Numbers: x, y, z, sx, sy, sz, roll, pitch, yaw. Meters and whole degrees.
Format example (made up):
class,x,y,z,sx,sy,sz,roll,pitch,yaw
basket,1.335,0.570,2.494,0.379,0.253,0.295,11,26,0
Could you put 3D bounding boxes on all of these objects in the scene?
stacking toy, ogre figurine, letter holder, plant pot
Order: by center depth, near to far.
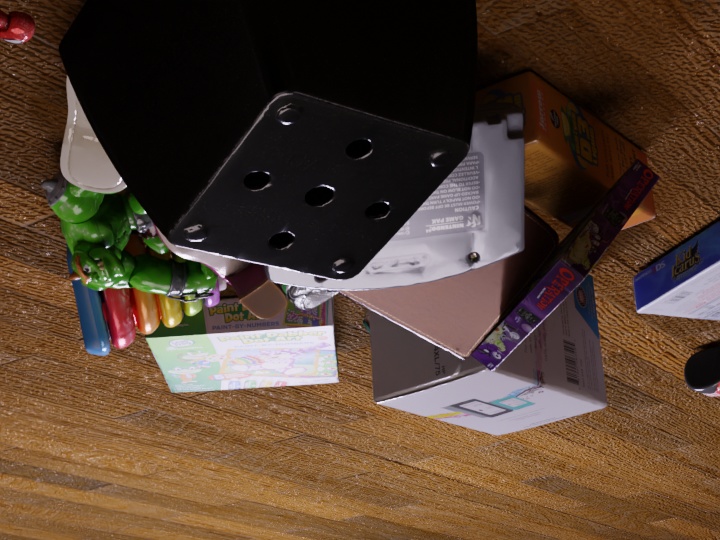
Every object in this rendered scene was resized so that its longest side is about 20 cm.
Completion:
class,x,y,z,sx,sy,sz,roll,pitch,yaw
plant pot,-0.044,-0.111,0.858,0.200,0.178,0.200,13,135,-34
letter holder,0.040,-0.046,1.146,0.200,0.101,0.142,28,114,-23
ogre figurine,-0.190,-0.037,1.191,0.120,0.098,0.200,-10,163,-1
stacking toy,-0.164,0.006,1.318,0.200,0.110,0.116,-12,177,-10

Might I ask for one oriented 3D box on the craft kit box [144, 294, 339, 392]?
class,x,y,z,sx,sy,sz,roll,pitch,yaw
craft kit box,-0.124,0.082,1.571,0.199,0.049,0.198,-4,155,0

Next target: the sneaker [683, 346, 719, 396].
class,x,y,z,sx,sy,sz,roll,pitch,yaw
sneaker,0.501,0.113,1.719,0.108,0.067,0.201,16,155,-41

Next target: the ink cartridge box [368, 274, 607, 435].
class,x,y,z,sx,sy,sz,roll,pitch,yaw
ink cartridge box,0.126,0.066,1.432,0.146,0.147,0.200,-21,152,38

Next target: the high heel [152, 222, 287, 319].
class,x,y,z,sx,sy,sz,roll,pitch,yaw
high heel,-0.119,-0.049,1.111,0.067,0.096,0.200,-35,136,7

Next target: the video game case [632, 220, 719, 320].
class,x,y,z,sx,sy,sz,roll,pitch,yaw
video game case,0.407,-0.002,1.443,0.181,0.046,0.200,8,156,-23

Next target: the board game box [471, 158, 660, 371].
class,x,y,z,sx,sy,sz,roll,pitch,yaw
board game box,0.162,0.000,1.153,0.032,0.120,0.200,35,152,1

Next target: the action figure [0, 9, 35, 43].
class,x,y,z,sx,sy,sz,roll,pitch,yaw
action figure,-0.314,-0.154,0.924,0.199,0.065,0.099,4,149,-15

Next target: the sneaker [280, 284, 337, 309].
class,x,y,z,sx,sy,sz,roll,pitch,yaw
sneaker,0.000,0.000,1.301,0.078,0.085,0.200,-21,175,-43

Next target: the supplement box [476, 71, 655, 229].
class,x,y,z,sx,sy,sz,roll,pitch,yaw
supplement box,0.164,-0.089,1.160,0.069,0.067,0.200,-20,154,35

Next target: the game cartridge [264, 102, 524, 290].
class,x,y,z,sx,sy,sz,roll,pitch,yaw
game cartridge,0.023,-0.051,1.064,0.199,0.040,0.134,-6,117,-5

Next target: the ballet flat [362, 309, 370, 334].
class,x,y,z,sx,sy,sz,roll,pitch,yaw
ballet flat,0.049,0.073,1.566,0.064,0.076,0.200,-36,160,-2

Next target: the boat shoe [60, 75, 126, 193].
class,x,y,z,sx,sy,sz,roll,pitch,yaw
boat shoe,-0.169,-0.132,1.004,0.072,0.060,0.200,14,146,-11
